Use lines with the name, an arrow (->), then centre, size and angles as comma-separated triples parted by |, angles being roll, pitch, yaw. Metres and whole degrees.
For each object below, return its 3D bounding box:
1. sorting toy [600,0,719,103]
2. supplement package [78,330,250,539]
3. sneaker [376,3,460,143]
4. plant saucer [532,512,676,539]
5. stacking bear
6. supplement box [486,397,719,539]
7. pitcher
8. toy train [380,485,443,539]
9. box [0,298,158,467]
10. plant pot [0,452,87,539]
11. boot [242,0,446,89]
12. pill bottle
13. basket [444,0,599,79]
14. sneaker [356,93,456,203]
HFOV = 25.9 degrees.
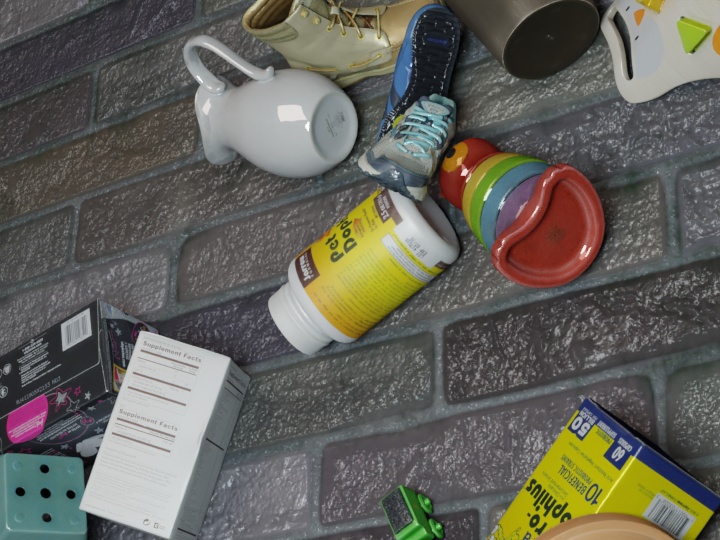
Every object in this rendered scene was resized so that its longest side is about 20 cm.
sorting toy -> 0.313, -0.262, 1.557 | 0.180, 0.106, 0.202 | -41, 47, 40
supplement package -> -0.209, 0.184, 1.703 | 0.108, 0.114, 0.202 | 15, 77, 12
sneaker -> 0.062, -0.194, 1.728 | 0.078, 0.065, 0.203 | -121, 46, -79
plant saucer -> 0.199, 0.301, 1.303 | 0.201, 0.199, 0.032 | -55, 18, 3
stacking bear -> 0.146, -0.072, 1.573 | 0.122, 0.113, 0.200 | -54, 37, 5
supplement box -> 0.199, 0.235, 1.367 | 0.201, 0.109, 0.109 | -55, 26, 3
pitcher -> -0.110, -0.190, 1.787 | 0.198, 0.173, 0.121 | 10, 48, 42
toy train -> 0.072, 0.291, 1.494 | 0.042, 0.056, 0.201 | -39, 51, 16
box -> -0.336, 0.145, 1.841 | 0.199, 0.114, 0.133 | -28, 53, 23
plant pot -> -0.375, 0.286, 1.734 | 0.200, 0.140, 0.143 | -51, 41, 47
boot -> -0.017, -0.283, 1.763 | 0.198, 0.155, 0.074 | -19, 57, 27
pill bottle -> 0.000, 0.000, 1.650 | 0.199, 0.109, 0.110 | -39, 51, 17
basket -> 0.160, -0.312, 1.661 | 0.180, 0.136, 0.201 | -37, 55, 19
sneaker -> 0.054, -0.134, 1.596 | 0.077, 0.200, 0.087 | 28, 111, 1
